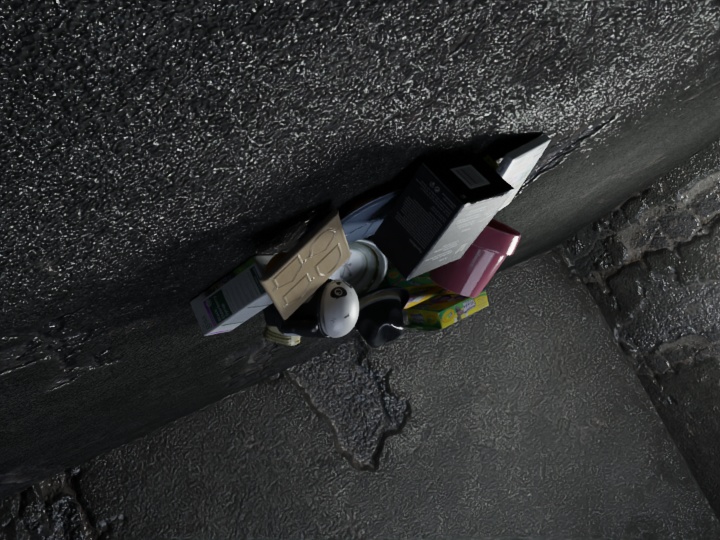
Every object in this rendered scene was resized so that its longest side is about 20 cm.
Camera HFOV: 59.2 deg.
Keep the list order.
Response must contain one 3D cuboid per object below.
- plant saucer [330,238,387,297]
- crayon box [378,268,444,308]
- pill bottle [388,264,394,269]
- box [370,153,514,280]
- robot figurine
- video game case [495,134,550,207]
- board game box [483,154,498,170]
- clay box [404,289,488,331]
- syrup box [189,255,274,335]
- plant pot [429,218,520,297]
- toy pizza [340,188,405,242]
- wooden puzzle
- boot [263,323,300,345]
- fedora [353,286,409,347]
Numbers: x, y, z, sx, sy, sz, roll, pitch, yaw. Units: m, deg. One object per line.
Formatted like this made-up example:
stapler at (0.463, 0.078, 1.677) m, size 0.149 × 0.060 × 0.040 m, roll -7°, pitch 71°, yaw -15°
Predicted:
plant saucer at (-0.040, -0.005, 1.423) m, size 0.199 × 0.050 × 0.201 m, roll -13°, pitch 133°, yaw -14°
crayon box at (0.117, 0.044, 1.597) m, size 0.199 × 0.058 × 0.119 m, roll -6°, pitch 150°, yaw -34°
pill bottle at (0.087, -0.008, 1.672) m, size 0.200 × 0.114 × 0.114 m, roll -28°, pitch 169°, yaw 8°
box at (0.156, -0.106, 1.214) m, size 0.196 × 0.117 × 0.200 m, roll -19°, pitch 151°, yaw -48°
robot figurine at (-0.102, 0.074, 1.311) m, size 0.199 × 0.151 × 0.125 m, roll 1°, pitch 157°, yaw 20°
video game case at (0.311, -0.190, 1.343) m, size 0.200 × 0.024 × 0.182 m, roll -31°, pitch 156°, yaw -47°
board game box at (0.210, -0.170, 1.375) m, size 0.200 × 0.048 × 0.102 m, roll -31°, pitch 168°, yaw 19°
clay box at (0.205, 0.094, 1.558) m, size 0.200 × 0.048 × 0.115 m, roll -20°, pitch -167°, yaw -36°
syrup box at (-0.240, 0.051, 1.267) m, size 0.200 × 0.079 × 0.081 m, roll -32°, pitch 167°, yaw 27°
plant pot at (0.256, -0.043, 1.513) m, size 0.200 × 0.200 × 0.180 m, roll -6°, pitch 120°, yaw -61°
toy pizza at (0.023, -0.113, 1.246) m, size 0.200 × 0.032 × 0.200 m, roll -26°, pitch 168°, yaw -6°
wooden puzzle at (-0.103, -0.014, 1.172) m, size 0.185 × 0.046 × 0.200 m, roll -44°, pitch 160°, yaw -14°
boot at (-0.130, 0.106, 1.523) m, size 0.199 × 0.073 × 0.156 m, roll -1°, pitch 126°, yaw -19°
fedora at (0.047, 0.120, 1.502) m, size 0.200 × 0.092 × 0.201 m, roll -20°, pitch 155°, yaw -9°
